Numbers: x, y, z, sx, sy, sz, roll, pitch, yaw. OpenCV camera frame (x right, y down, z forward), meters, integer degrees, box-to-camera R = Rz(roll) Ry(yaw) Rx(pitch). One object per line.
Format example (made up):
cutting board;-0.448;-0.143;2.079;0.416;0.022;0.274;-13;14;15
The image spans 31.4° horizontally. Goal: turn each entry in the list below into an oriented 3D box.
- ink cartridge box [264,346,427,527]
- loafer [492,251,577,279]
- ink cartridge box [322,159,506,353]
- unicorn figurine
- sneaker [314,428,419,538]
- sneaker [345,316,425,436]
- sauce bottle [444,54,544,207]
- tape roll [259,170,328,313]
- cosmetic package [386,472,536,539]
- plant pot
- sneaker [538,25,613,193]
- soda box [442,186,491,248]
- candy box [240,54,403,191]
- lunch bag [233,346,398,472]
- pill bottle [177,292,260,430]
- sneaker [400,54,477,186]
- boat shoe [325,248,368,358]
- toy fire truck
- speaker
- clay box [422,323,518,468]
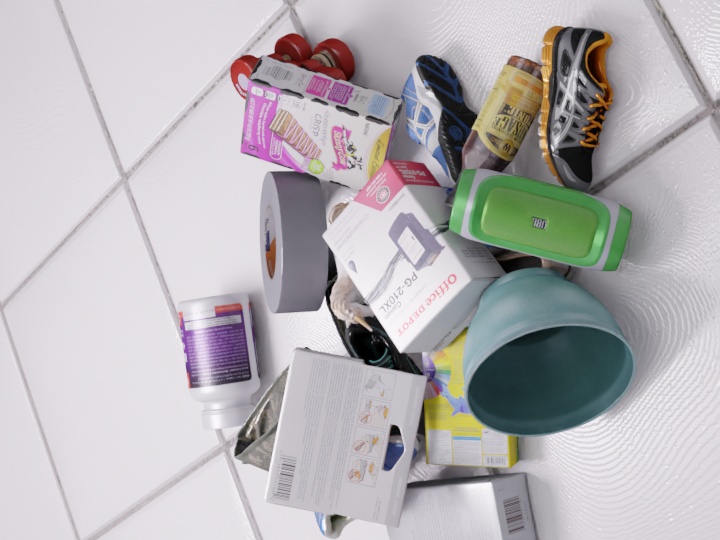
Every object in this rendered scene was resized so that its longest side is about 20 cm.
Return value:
ink cartridge box;-0.018;0.212;1.636;0.176;0.045;0.200;11;90;3
loafer;0.177;0.008;1.604;0.200;0.063;0.072;-25;76;43
ink cartridge box;0.066;-0.016;1.598;0.145;0.084;0.200;-49;61;28
unicorn figurine;0.000;0.000;1.725;0.074;0.137;0.200;-37;70;39
sneaker;0.010;0.281;1.689;0.200;0.076;0.077;-47;32;32
sneaker;0.045;0.145;1.703;0.075;0.079;0.200;-42;84;4
sauce bottle;0.166;-0.161;1.558;0.066;0.066;0.200;28;95;39
tape roll;-0.096;-0.040;1.799;0.200;0.066;0.200;178;90;-78
cosmetic package;0.127;0.325;1.680;0.200;0.071;0.102;-13;85;44
plant pot;0.208;0.082;1.512;0.200;0.200;0.134;-52;33;34
sneaker;0.257;-0.190;1.500;0.077;0.078;0.200;-1;95;35
soda box;0.107;-0.074;1.665;0.200;0.064;0.068;9;101;43
candy box;-0.055;-0.192;1.712;0.200;0.061;0.136;17;138;4
lunch bag;-0.063;0.225;1.779;0.200;0.164;0.118;-49;23;35
pill bottle;-0.214;0.139;1.967;0.111;0.111;0.200;-10;87;45
sneaker;0.108;-0.180;1.651;0.077;0.076;0.200;-50;47;45
boat shoe;-0.017;0.037;1.799;0.076;0.060;0.200;-45;64;37
toy fire truck;-0.084;-0.236;1.821;0.200;0.112;0.168;17;130;43
speaker;0.208;-0.059;1.490;0.200;0.088;0.089;14;107;7
clay box;0.140;0.149;1.643;0.115;0.048;0.200;-1;93;22
